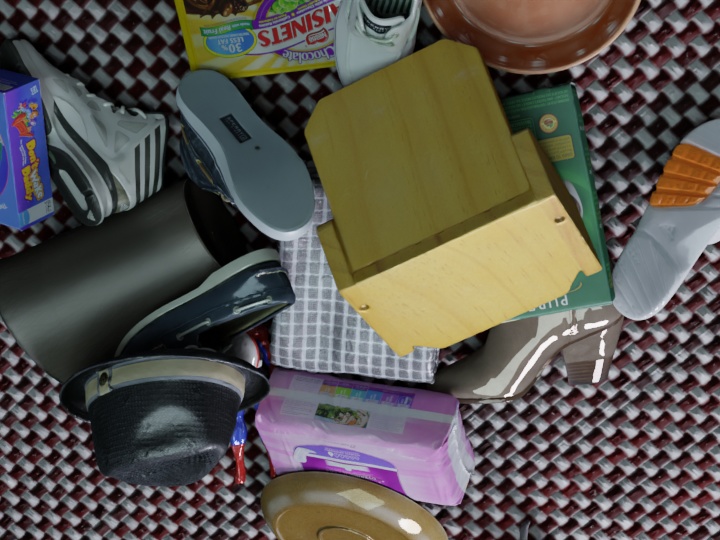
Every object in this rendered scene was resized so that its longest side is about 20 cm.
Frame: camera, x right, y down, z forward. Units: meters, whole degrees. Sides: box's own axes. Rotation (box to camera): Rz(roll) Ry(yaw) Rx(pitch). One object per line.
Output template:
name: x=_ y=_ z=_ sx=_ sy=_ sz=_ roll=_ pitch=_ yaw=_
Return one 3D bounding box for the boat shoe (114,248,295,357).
boat shoe: x=-0.142 y=0.056 z=1.456 sx=0.200 sy=0.075 sz=0.062 roll=-33 pitch=69 yaw=18

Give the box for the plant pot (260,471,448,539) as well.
plant pot: x=-0.010 y=0.268 z=1.619 sx=0.199 sy=0.028 sz=0.200 roll=13 pitch=146 yaw=9

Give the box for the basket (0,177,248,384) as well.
basket: x=-0.217 y=0.007 z=1.515 sx=0.200 sy=0.136 sz=0.180 roll=-29 pitch=142 yaw=16

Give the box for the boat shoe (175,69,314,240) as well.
boat shoe: x=-0.103 y=-0.086 z=1.433 sx=0.071 sy=0.200 sz=0.091 roll=-22 pitch=149 yaw=-20

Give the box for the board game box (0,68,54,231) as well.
board game box: x=-0.378 y=-0.127 z=1.480 sx=0.200 sy=0.045 sz=0.135 roll=17 pitch=122 yaw=31

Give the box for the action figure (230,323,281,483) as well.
action figure: x=-0.115 y=0.113 z=1.599 sx=0.065 sy=0.052 sz=0.201 roll=-4 pitch=111 yaw=6

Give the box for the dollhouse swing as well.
dollhouse swing: x=0.072 y=-0.065 z=1.395 sx=0.200 sy=0.176 sz=0.182 roll=-25 pitch=142 yaw=13

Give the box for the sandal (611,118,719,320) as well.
sandal: x=0.296 y=-0.048 z=1.439 sx=0.079 sy=0.059 sz=0.207 roll=40 pitch=109 yaw=21

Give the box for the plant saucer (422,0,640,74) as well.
plant saucer: x=0.147 y=-0.269 z=1.371 sx=0.200 sy=0.032 sz=0.201 roll=4 pitch=118 yaw=8

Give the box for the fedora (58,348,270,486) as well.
fedora: x=-0.177 y=0.143 z=1.447 sx=0.200 sy=0.092 sz=0.201 roll=-2 pitch=157 yaw=-1

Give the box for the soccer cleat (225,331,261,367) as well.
soccer cleat: x=-0.173 y=0.103 z=1.545 sx=0.200 sy=0.085 sz=0.069 roll=-19 pitch=94 yaw=46

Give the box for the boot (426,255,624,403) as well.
boot: x=0.152 y=0.045 z=1.506 sx=0.199 sy=0.070 sz=0.147 roll=-9 pitch=116 yaw=5

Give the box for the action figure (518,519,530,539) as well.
action figure: x=0.177 y=0.376 z=1.652 sx=0.194 sy=0.105 sz=0.200 roll=46 pitch=113 yaw=-3

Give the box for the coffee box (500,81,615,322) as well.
coffee box: x=0.152 y=-0.058 z=1.431 sx=0.123 sy=0.044 sz=0.201 roll=-12 pitch=92 yaw=14

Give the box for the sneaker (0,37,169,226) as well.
sneaker: x=-0.252 y=-0.141 z=1.489 sx=0.201 sy=0.115 sz=0.076 roll=57 pitch=146 yaw=13

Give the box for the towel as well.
towel: x=0.000 y=0.000 z=1.482 sx=0.165 sy=0.086 sz=0.201 roll=5 pitch=106 yaw=8

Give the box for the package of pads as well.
package of pads: x=0.007 y=0.163 z=1.553 sx=0.199 sy=0.076 sz=0.121 roll=7 pitch=143 yaw=19

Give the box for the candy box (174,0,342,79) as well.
candy box: x=-0.064 y=-0.229 z=1.431 sx=0.199 sy=0.026 sz=0.102 roll=-5 pitch=119 yaw=13

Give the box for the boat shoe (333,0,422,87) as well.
boat shoe: x=0.015 y=-0.225 z=1.362 sx=0.073 sy=0.067 sz=0.200 roll=12 pitch=125 yaw=2
